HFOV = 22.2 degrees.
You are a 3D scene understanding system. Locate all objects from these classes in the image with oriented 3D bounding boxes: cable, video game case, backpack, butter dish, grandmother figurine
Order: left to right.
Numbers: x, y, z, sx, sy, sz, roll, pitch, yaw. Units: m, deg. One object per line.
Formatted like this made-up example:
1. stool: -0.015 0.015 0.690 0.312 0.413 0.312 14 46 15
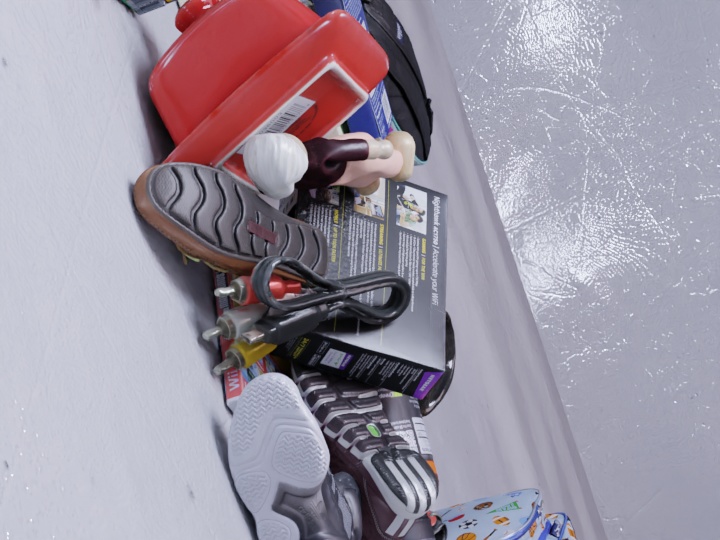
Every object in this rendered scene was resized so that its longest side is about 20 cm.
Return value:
1. butter dish: -0.099 -0.166 1.516 0.148 0.200 0.199 51 6 14
2. video game case: -0.087 0.061 1.542 0.143 0.017 0.201 59 17 -51
3. cable: -0.040 0.017 1.465 0.199 0.050 0.098 -20 124 -43
4. grandmother figurine: -0.034 -0.088 1.506 0.200 0.121 0.061 -3 65 -63
5. backpack: -0.005 -0.196 2.001 0.200 0.153 0.177 47 28 -44
6. backpack: 0.126 0.310 1.785 0.155 0.199 0.191 63 20 -17

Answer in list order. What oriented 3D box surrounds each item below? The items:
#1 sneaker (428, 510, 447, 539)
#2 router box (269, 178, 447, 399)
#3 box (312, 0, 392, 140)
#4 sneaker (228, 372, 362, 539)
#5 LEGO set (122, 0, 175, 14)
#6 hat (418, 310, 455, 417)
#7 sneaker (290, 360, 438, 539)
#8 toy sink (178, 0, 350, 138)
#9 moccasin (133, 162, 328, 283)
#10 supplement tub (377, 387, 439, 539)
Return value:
1. sneaker: 0.046 0.249 1.726 0.200 0.081 0.077 -90 159 -57
2. router box: 0.000 0.000 1.589 0.051 0.148 0.201 126 -25 -47
3. box: -0.012 -0.221 1.743 0.121 0.032 0.201 -75 152 -71
4. sneaker: -0.049 0.164 1.434 0.114 0.075 0.201 -71 147 -73
5. LEGO set: -0.166 -0.310 1.485 0.154 0.115 0.201 48 26 -65
6. hat: 0.047 0.091 1.780 0.200 0.080 0.202 15 90 -70
7. sneaker: -0.020 0.161 1.549 0.075 0.116 0.200 0 40 -36
8. toy sink: -0.079 -0.194 1.743 0.130 0.111 0.201 -51 122 -78
9. moccasin: -0.109 -0.033 1.441 0.201 0.077 0.074 18 66 -53
10. supplement tub: 0.007 0.154 1.633 0.107 0.106 0.201 35 39 -72
